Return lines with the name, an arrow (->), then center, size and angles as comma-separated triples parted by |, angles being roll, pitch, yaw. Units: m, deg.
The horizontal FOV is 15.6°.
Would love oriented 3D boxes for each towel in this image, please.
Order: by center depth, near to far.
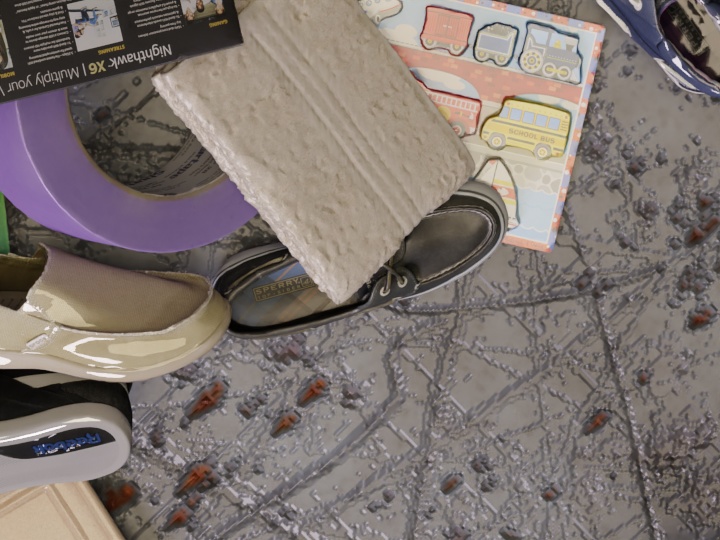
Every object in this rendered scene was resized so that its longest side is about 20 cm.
towel -> -0.028, -0.092, 1.603 | 0.133, 0.034, 0.200 | -45, 114, -17

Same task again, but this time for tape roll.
tape roll -> -0.135, -0.114, 1.605 | 0.200, 0.085, 0.201 | -4, 97, -31

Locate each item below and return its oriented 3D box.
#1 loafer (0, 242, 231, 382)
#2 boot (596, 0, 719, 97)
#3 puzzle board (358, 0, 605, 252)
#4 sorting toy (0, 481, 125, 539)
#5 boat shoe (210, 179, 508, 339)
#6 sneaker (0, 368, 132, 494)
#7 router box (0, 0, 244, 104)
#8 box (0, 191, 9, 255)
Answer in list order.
loafer -> -0.180, 0.022, 1.627 | 0.199, 0.076, 0.068 | -2, 127, 4
boot -> 0.174, -0.193, 1.638 | 0.073, 0.090, 0.200 | -43, 96, 5
puzzle board -> 0.044, -0.105, 1.686 | 0.199, 0.017, 0.151 | 12, 97, -2
sorting toy -> -0.228, 0.227, 1.720 | 0.185, 0.036, 0.200 | -31, 101, 3
boat shoe -> 0.000, 0.000, 1.671 | 0.200, 0.057, 0.069 | -19, 110, 6
sneaker -> -0.241, 0.088, 1.665 | 0.199, 0.112, 0.073 | -5, 128, 1
router box -> -0.180, -0.181, 1.485 | 0.200, 0.052, 0.158 | -15, 99, -16
box -> -0.325, -0.047, 1.674 | 0.199, 0.048, 0.118 | -5, 97, 2
